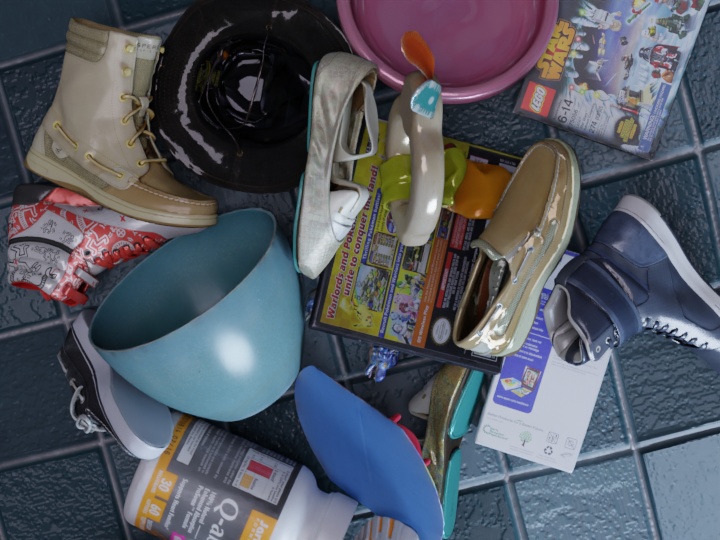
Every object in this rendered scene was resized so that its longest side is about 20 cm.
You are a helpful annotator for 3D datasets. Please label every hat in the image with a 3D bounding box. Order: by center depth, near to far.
[{"bbox_3d":[-0.089,-0.161,1.586,0.199,0.081,0.202,0,91,13],"label":"hat"}]

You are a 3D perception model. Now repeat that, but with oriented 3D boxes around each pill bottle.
[{"bbox_3d":[-0.111,0.220,1.610,0.199,0.116,0.117,23,98,3],"label":"pill bottle"}]

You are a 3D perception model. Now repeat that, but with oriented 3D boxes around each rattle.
[{"bbox_3d":[0.090,-0.114,1.467,0.142,0.131,0.201,10,131,-1],"label":"rattle"}]

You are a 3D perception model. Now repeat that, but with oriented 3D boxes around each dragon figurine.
[{"bbox_3d":[0.000,0.000,1.602,0.099,0.059,0.201,3,94,5],"label":"dragon figurine"}]

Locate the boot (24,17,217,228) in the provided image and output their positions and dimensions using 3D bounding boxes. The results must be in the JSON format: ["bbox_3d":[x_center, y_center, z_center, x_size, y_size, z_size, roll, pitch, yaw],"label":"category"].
[{"bbox_3d":[-0.198,-0.132,1.539,0.199,0.073,0.156,23,100,25],"label":"boot"}]

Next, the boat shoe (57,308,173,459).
[{"bbox_3d":[-0.236,0.118,1.589,0.068,0.073,0.200,-51,46,14],"label":"boat shoe"}]

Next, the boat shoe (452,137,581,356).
[{"bbox_3d":[0.131,-0.020,1.497,0.072,0.076,0.201,24,102,47],"label":"boat shoe"}]

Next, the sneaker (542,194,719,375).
[{"bbox_3d":[0.251,0.055,1.533,0.146,0.077,0.202,-47,107,-18],"label":"sneaker"}]

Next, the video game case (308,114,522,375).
[{"bbox_3d":[0.062,-0.023,1.566,0.180,0.025,0.201,14,82,-10],"label":"video game case"}]

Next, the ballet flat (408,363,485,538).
[{"bbox_3d":[0.070,0.154,1.613,0.070,0.071,0.201,12,97,5],"label":"ballet flat"}]

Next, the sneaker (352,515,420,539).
[{"bbox_3d":[0.017,0.294,1.599,0.077,0.079,0.200,23,140,-9],"label":"sneaker"}]

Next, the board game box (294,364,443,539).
[{"bbox_3d":[0.019,0.160,1.567,0.039,0.200,0.159,-34,136,-27],"label":"board game box"}]

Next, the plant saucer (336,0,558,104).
[{"bbox_3d":[0.076,-0.241,1.547,0.199,0.051,0.202,1,75,-3],"label":"plant saucer"}]

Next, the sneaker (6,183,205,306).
[{"bbox_3d":[-0.236,-0.018,1.611,0.200,0.067,0.109,5,80,11],"label":"sneaker"}]

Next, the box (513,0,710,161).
[{"bbox_3d":[0.235,-0.216,1.564,0.136,0.040,0.201,19,98,5],"label":"box"}]

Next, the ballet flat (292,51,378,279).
[{"bbox_3d":[-0.019,-0.089,1.498,0.062,0.067,0.201,8,97,20],"label":"ballet flat"}]

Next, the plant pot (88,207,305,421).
[{"bbox_3d":[-0.128,0.058,1.570,0.199,0.200,0.135,-29,114,8],"label":"plant pot"}]

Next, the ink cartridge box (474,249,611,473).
[{"bbox_3d":[0.180,0.078,1.603,0.099,0.039,0.201,18,99,3],"label":"ink cartridge box"}]
